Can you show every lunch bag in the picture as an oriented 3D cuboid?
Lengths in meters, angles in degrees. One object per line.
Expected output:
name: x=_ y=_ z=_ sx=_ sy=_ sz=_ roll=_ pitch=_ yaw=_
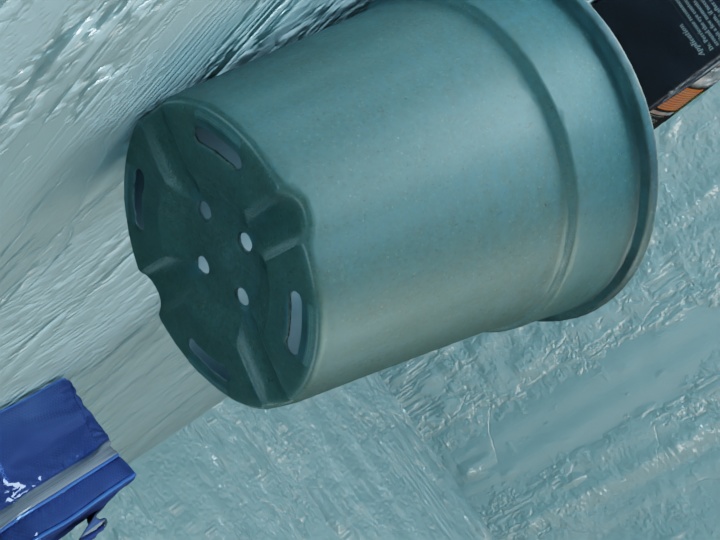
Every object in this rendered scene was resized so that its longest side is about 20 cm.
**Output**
lunch bag: x=-0.293 y=0.195 z=1.271 sx=0.136 sy=0.133 sz=0.200 roll=-38 pitch=176 yaw=35

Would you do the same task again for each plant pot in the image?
plant pot: x=0.005 y=-0.038 z=0.711 sx=0.196 sy=0.201 sz=0.200 roll=-23 pitch=170 yaw=-36

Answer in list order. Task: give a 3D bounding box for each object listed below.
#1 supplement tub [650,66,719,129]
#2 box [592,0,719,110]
supplement tub: x=0.383 y=-0.262 z=1.862 sx=0.122 sy=0.123 sz=0.200 roll=-33 pitch=176 yaw=-36
box: x=0.333 y=-0.262 z=1.422 sx=0.200 sy=0.118 sz=0.196 roll=-37 pitch=177 yaw=36
